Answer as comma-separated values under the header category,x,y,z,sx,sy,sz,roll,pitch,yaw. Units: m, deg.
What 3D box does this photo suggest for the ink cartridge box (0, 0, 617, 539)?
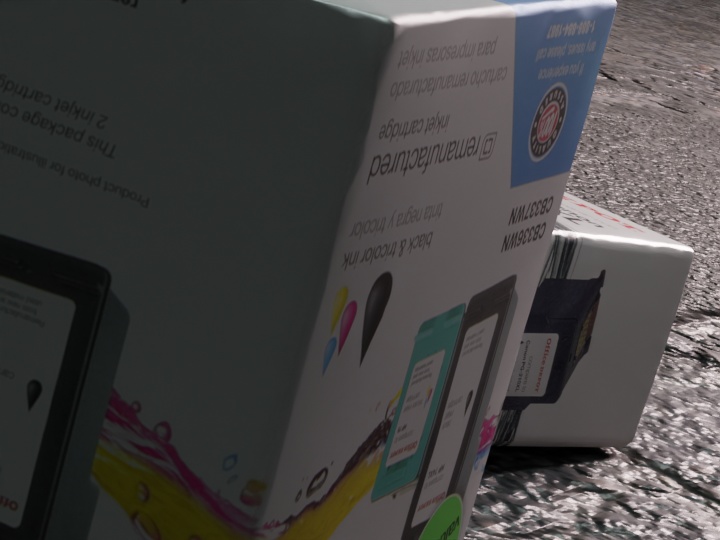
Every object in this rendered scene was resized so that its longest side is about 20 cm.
category,x,y,z,sx,sy,sz,roll,pitch,yaw
ink cartridge box,-0.053,0.013,0.607,0.146,0.200,0.147,20,15,20

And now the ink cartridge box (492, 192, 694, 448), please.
category,x,y,z,sx,sy,sz,roll,pitch,yaw
ink cartridge box,0.000,0.000,0.913,0.145,0.084,0.200,26,13,38
